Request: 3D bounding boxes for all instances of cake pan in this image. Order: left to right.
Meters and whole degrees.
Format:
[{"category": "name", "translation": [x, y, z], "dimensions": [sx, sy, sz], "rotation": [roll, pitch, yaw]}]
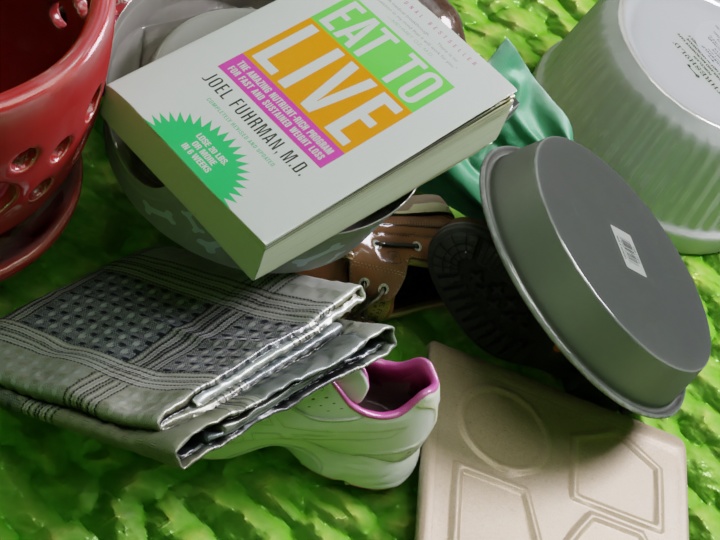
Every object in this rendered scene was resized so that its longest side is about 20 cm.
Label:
[{"category": "cake pan", "translation": [0.152, -0.002, 1.461], "dimensions": [0.200, 0.037, 0.201], "rotation": [40, 28, -27]}]

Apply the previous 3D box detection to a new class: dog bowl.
[{"category": "dog bowl", "translation": [-0.059, -0.085, 1.364], "dimensions": [0.199, 0.059, 0.201], "rotation": [12, 51, -15]}]

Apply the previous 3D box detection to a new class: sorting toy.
[{"category": "sorting toy", "translation": [0.116, 0.144, 1.426], "dimensions": [0.184, 0.037, 0.201], "rotation": [22, 38, -15]}]

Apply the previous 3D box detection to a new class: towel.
[{"category": "towel", "translation": [-0.106, 0.038, 1.301], "dimensions": [0.199, 0.035, 0.192], "rotation": [16, 28, 35]}]

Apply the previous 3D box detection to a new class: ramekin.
[{"category": "ramekin", "translation": [0.228, -0.121, 1.688], "dimensions": [0.199, 0.105, 0.201], "rotation": [17, 44, -17]}]

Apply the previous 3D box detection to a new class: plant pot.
[{"category": "plant pot", "translation": [-0.240, -0.103, 1.294], "dimensions": [0.199, 0.183, 0.201], "rotation": [6, 54, -8]}]

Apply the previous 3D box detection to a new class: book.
[{"category": "book", "translation": [-0.028, -0.090, 1.317], "dimensions": [0.200, 0.048, 0.134], "rotation": [-32, 69, -35]}]

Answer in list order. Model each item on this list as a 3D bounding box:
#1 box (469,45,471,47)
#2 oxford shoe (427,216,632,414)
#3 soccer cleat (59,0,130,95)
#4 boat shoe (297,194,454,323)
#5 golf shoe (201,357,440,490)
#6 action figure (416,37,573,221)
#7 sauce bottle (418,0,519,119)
[{"category": "box", "translation": [-0.028, -0.103, 1.512], "dimensions": [0.095, 0.103, 0.200], "rotation": [40, 41, 8]}, {"category": "oxford shoe", "translation": [0.113, 0.015, 1.498], "dimensions": [0.200, 0.073, 0.085], "rotation": [35, 33, -34]}, {"category": "soccer cleat", "translation": [-0.141, -0.153, 1.437], "dimensions": [0.199, 0.077, 0.067], "rotation": [-28, 62, 1]}, {"category": "boat shoe", "translation": [0.000, 0.000, 1.455], "dimensions": [0.199, 0.072, 0.068], "rotation": [-15, 59, -40]}, {"category": "golf shoe", "translation": [-0.046, 0.066, 1.351], "dimensions": [0.199, 0.092, 0.076], "rotation": [11, 48, -22]}, {"category": "action figure", "translation": [0.126, -0.046, 1.571], "dimensions": [0.200, 0.118, 0.055], "rotation": [42, -2, -19]}, {"category": "sauce bottle", "translation": [0.019, -0.164, 1.470], "dimensions": [0.200, 0.065, 0.065], "rotation": [47, 43, 3]}]
